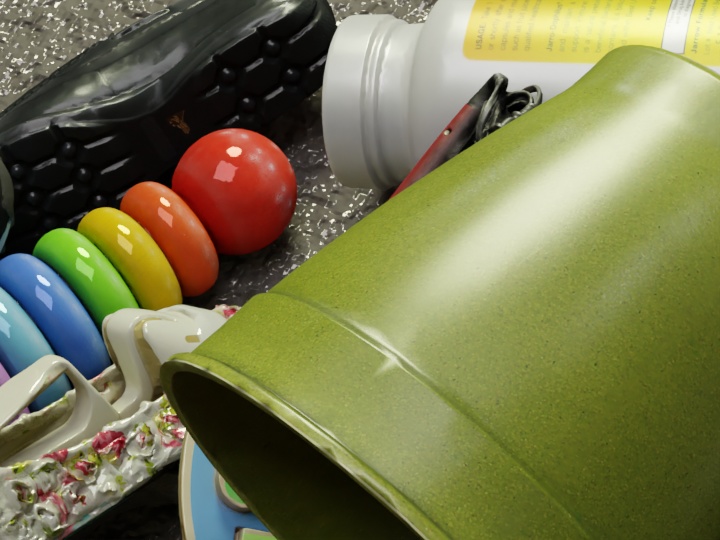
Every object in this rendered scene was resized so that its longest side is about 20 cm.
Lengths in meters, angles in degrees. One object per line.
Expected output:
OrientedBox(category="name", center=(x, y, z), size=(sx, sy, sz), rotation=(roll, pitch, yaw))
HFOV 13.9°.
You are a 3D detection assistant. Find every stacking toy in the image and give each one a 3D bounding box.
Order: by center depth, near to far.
OrientedBox(category="stacking toy", center=(-0.108, 0.011, 1.242), size=(0.200, 0.085, 0.085), rotation=(-35, 53, -18))

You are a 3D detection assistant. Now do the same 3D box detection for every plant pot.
OrientedBox(category="plant pot", center=(0.071, 0.034, 0.993), size=(0.200, 0.200, 0.193), rotation=(35, 73, 33))

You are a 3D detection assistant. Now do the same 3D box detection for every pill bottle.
OrientedBox(category="pill bottle", center=(0.090, -0.067, 1.214), size=(0.200, 0.104, 0.104), rotation=(3, 56, 18))

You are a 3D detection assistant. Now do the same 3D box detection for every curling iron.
OrientedBox(category="curling iron", center=(0.000, 0.000, 1.150), size=(0.026, 0.050, 0.200), rotation=(41, 91, -8))

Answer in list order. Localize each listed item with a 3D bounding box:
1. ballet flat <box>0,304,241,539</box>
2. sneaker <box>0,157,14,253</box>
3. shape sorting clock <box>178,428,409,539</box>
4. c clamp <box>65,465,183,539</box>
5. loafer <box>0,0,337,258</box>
OrientedBox(category="ballet flat", center=(-0.098, 0.055, 1.174), size=(0.200, 0.064, 0.076), rotation=(-34, 26, -30))
OrientedBox(category="sneaker", center=(-0.243, -0.004, 1.250), size=(0.200, 0.090, 0.070), rotation=(-18, 75, 22))
OrientedBox(category="shape sorting clock", center=(0.031, 0.084, 1.100), size=(0.200, 0.039, 0.200), rotation=(3, 79, -14))
OrientedBox(category="c clamp", center=(-0.090, 0.113, 1.139), size=(0.200, 0.027, 0.171), rotation=(-37, 29, -29))
OrientedBox(category="loafer", center=(-0.102, -0.070, 1.303), size=(0.200, 0.068, 0.070), rotation=(-29, 31, 1))
